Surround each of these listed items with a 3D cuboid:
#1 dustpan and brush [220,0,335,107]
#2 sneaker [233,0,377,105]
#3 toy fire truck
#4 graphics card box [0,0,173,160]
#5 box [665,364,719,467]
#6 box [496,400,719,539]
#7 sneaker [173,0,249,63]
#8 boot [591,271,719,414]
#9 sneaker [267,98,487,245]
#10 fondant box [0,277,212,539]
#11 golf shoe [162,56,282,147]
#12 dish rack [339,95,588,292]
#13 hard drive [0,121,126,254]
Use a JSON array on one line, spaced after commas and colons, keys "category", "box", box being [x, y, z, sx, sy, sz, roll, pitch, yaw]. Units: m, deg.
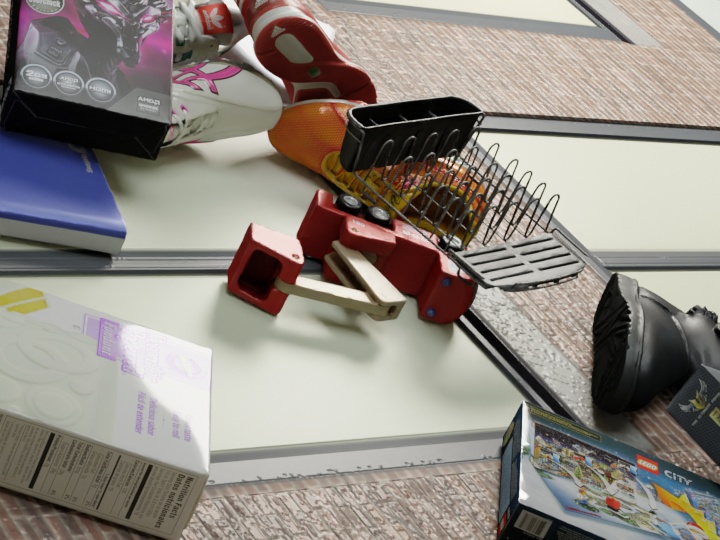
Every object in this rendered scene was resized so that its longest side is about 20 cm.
[{"category": "dustpan and brush", "box": [-0.129, -0.212, 1.882, 0.199, 0.057, 0.140, 28, 36, -12]}, {"category": "sneaker", "box": [-0.050, -0.198, 1.780, 0.200, 0.078, 0.116, 60, 6, -59]}, {"category": "toy fire truck", "box": [0.000, 0.000, 1.602, 0.199, 0.049, 0.141, 21, 27, -12]}, {"category": "graphics card box", "box": [-0.208, -0.185, 1.610, 0.125, 0.051, 0.201, 12, 52, -18]}, {"category": "box", "box": [0.339, 0.154, 1.576, 0.199, 0.051, 0.158, 20, 23, -48]}, {"category": "box", "box": [0.194, 0.176, 1.465, 0.199, 0.038, 0.137, 23, 26, -5]}, {"category": "sneaker", "box": [-0.160, -0.208, 1.740, 0.093, 0.071, 0.200, -10, -3, 22]}, {"category": "boot", "box": [0.272, 0.078, 1.671, 0.167, 0.077, 0.200, 21, 20, -2]}, {"category": "sneaker", "box": [0.016, -0.085, 1.750, 0.199, 0.073, 0.077, 21, 36, -4]}, {"category": "fondant box", "box": [-0.192, 0.075, 1.283, 0.199, 0.058, 0.145, 20, 26, -14]}, {"category": "golf shoe", "box": [-0.153, -0.123, 1.672, 0.199, 0.073, 0.092, 2, 40, -23]}, {"category": "dish rack", "box": [0.088, -0.059, 1.664, 0.153, 0.055, 0.200, -13, 47, -46]}, {"category": "hard drive", "box": [-0.277, -0.071, 1.509, 0.199, 0.025, 0.132, 10, 30, -29]}]
